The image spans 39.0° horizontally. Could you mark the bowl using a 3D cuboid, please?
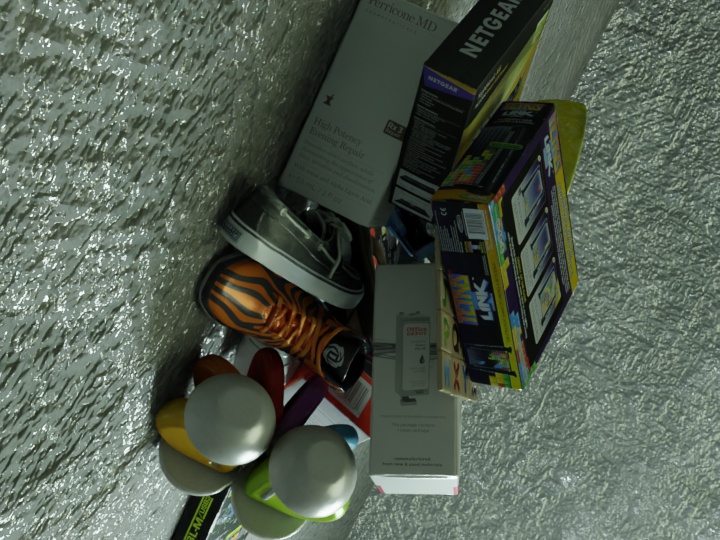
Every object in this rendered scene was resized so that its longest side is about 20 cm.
[{"bbox_3d":[0.155,-0.098,1.082,0.200,0.107,0.201,18,90,-90],"label":"bowl"}]

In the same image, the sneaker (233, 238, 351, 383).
[{"bbox_3d":[-0.089,0.037,1.042,0.201,0.075,0.100,-63,151,1],"label":"sneaker"}]

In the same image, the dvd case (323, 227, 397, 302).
[{"bbox_3d":[-0.026,0.026,1.198,0.200,0.022,0.146,-44,150,-27],"label":"dvd case"}]

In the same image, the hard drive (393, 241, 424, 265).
[{"bbox_3d":[0.057,0.046,1.192,0.200,0.033,0.140,-73,162,-69],"label":"hard drive"}]

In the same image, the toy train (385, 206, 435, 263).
[{"bbox_3d":[0.051,-0.077,1.065,0.087,0.200,0.114,-34,130,-1],"label":"toy train"}]

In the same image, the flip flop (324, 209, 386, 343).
[{"bbox_3d":[0.000,0.000,1.097,0.081,0.057,0.201,-44,-141,36],"label":"flip flop"}]

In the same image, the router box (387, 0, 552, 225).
[{"bbox_3d":[0.103,-0.162,0.925,0.200,0.052,0.158,-53,164,-40],"label":"router box"}]

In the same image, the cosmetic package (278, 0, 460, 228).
[{"bbox_3d":[0.015,-0.149,0.944,0.201,0.101,0.074,-66,168,9],"label":"cosmetic package"}]

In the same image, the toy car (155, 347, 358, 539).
[{"bbox_3d":[-0.087,0.154,0.971,0.150,0.200,0.175,-62,-172,-34],"label":"toy car"}]

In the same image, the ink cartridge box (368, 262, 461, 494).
[{"bbox_3d":[0.057,0.108,0.983,0.147,0.082,0.201,72,19,-71],"label":"ink cartridge box"}]

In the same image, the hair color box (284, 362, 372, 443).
[{"bbox_3d":[-0.061,0.158,1.129,0.200,0.101,0.061,-35,-165,50],"label":"hair color box"}]

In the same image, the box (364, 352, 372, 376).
[{"bbox_3d":[-0.033,0.128,1.306,0.200,0.122,0.106,-50,163,-44],"label":"box"}]

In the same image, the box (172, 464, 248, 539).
[{"bbox_3d":[-0.175,0.311,1.299,0.194,0.047,0.200,-67,167,12],"label":"box"}]

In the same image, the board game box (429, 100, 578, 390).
[{"bbox_3d":[0.135,-0.024,0.907,0.165,0.057,0.201,-53,139,-43],"label":"board game box"}]

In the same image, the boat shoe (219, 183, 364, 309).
[{"bbox_3d":[-0.045,-0.025,0.921,0.068,0.074,0.199,-51,140,6],"label":"boat shoe"}]

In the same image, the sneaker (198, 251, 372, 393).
[{"bbox_3d":[-0.054,0.049,0.935,0.200,0.112,0.078,28,94,-52],"label":"sneaker"}]

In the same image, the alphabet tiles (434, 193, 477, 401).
[{"bbox_3d":[0.097,0.035,0.938,0.200,0.008,0.168,30,58,-68],"label":"alphabet tiles"}]
